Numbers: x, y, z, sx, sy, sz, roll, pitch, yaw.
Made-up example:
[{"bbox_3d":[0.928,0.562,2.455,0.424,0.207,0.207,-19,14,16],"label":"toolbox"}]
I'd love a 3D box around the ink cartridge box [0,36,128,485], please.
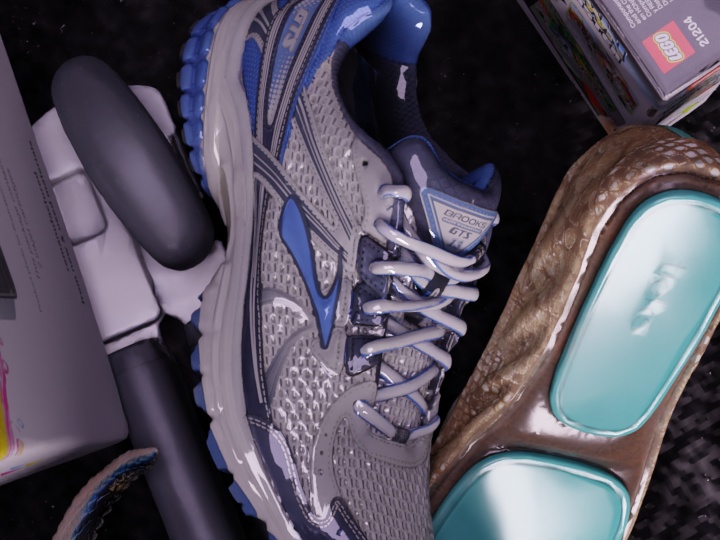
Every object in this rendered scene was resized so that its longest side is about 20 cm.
[{"bbox_3d":[-0.178,0.007,0.708,0.146,0.200,0.147,-20,85,12],"label":"ink cartridge box"}]

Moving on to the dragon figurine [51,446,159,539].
[{"bbox_3d":[-0.105,0.151,0.778,0.099,0.059,0.200,43,86,3],"label":"dragon figurine"}]

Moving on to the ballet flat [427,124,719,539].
[{"bbox_3d":[0.060,0.042,0.780,0.070,0.065,0.201,21,115,-18],"label":"ballet flat"}]

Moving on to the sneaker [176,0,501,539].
[{"bbox_3d":[0.000,0.000,0.753,0.085,0.077,0.201,-21,69,29],"label":"sneaker"}]

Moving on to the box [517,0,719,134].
[{"bbox_3d":[0.044,-0.134,0.781,0.035,0.110,0.201,-34,86,-4],"label":"box"}]

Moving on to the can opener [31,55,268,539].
[{"bbox_3d":[-0.055,0.031,0.784,0.053,0.067,0.201,-23,78,1],"label":"can opener"}]
